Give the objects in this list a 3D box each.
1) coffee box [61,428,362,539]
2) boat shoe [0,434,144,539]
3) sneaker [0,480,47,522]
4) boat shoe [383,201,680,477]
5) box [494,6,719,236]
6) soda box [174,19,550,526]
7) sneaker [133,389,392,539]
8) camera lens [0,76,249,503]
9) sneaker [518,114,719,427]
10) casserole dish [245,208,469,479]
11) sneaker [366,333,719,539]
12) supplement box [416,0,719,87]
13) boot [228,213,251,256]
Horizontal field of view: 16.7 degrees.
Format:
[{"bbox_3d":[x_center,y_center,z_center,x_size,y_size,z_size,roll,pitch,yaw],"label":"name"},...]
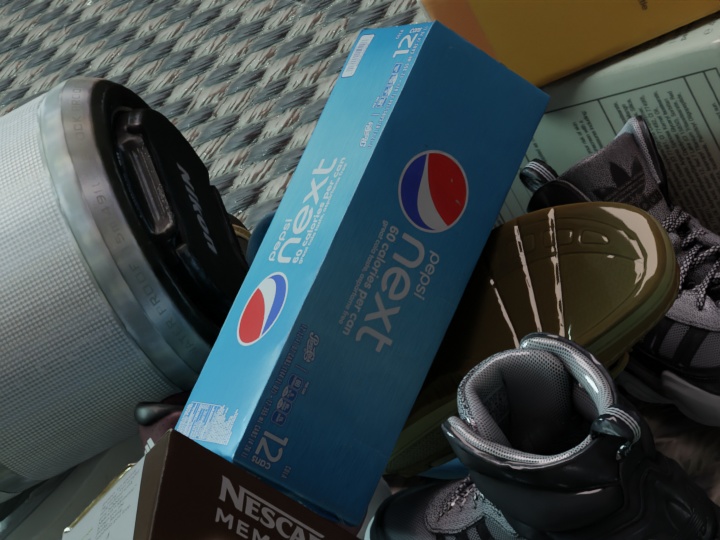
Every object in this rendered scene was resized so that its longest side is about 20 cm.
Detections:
[{"bbox_3d":[-0.061,0.171,0.905,0.080,0.114,0.200,-45,24,32],"label":"coffee box"},{"bbox_3d":[-0.129,0.120,1.207,0.200,0.072,0.068,-46,26,-10],"label":"boat shoe"},{"bbox_3d":[-0.175,0.079,1.257,0.074,0.079,0.200,28,77,38],"label":"sneaker"},{"bbox_3d":[0.063,0.035,1.037,0.200,0.063,0.073,-36,52,35],"label":"boat shoe"},{"bbox_3d":[0.127,-0.062,1.167,0.199,0.128,0.109,-12,30,36],"label":"box"},{"bbox_3d":[0.000,0.000,1.016,0.064,0.068,0.201,4,66,61],"label":"soda box"},{"bbox_3d":[-0.089,0.120,1.086,0.200,0.116,0.076,-40,25,-19],"label":"sneaker"},{"bbox_3d":[-0.161,0.016,1.143,0.200,0.160,0.160,-27,24,12],"label":"camera lens"},{"bbox_3d":[0.136,-0.002,1.050,0.075,0.114,0.200,-36,22,-24],"label":"sneaker"},{"bbox_3d":[0.019,0.030,1.141,0.200,0.122,0.039,5,10,45],"label":"casserole dish"},{"bbox_3d":[0.059,0.082,0.967,0.200,0.114,0.075,1,39,51],"label":"sneaker"},{"bbox_3d":[0.128,-0.145,1.087,0.199,0.067,0.069,-21,23,21],"label":"supplement box"},{"bbox_3d":[-0.125,0.057,1.317,0.200,0.078,0.138,-39,34,-1],"label":"boot"}]
